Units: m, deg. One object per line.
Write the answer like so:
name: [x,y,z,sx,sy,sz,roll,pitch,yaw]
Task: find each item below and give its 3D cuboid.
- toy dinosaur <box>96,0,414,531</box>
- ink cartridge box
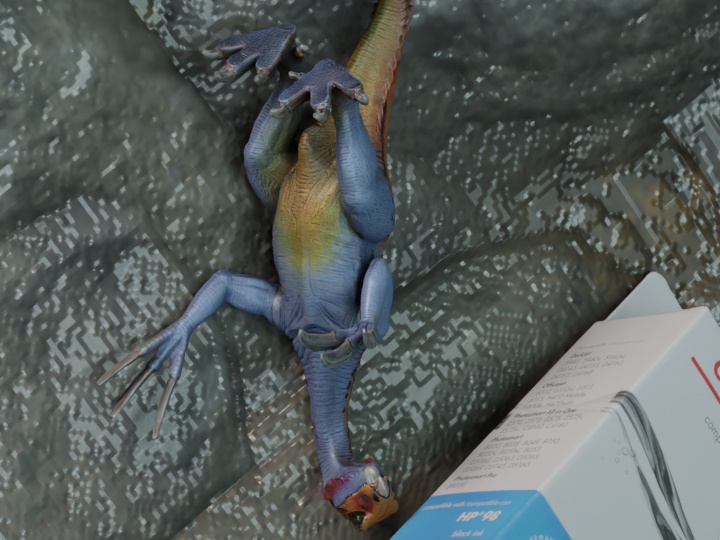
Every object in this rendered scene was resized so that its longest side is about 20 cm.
toy dinosaur: [0.000,0.000,1.069,0.200,0.105,0.182,-39,128,-29]
ink cartridge box: [0.110,0.095,1.098,0.200,0.067,0.116,-44,110,-34]
